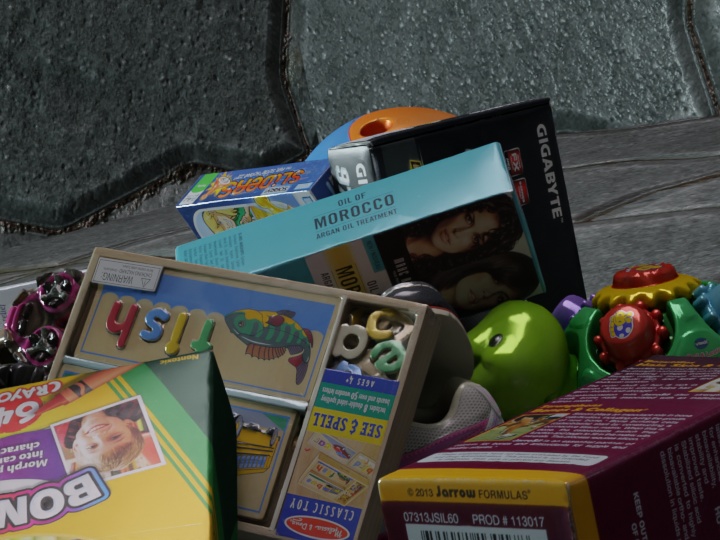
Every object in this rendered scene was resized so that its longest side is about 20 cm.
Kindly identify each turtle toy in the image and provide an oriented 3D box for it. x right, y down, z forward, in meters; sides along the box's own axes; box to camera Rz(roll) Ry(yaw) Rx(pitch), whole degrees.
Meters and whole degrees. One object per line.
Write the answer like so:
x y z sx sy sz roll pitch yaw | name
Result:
0.150 0.053 1.137 0.199 0.102 0.146 -13 7 -18 | turtle toy

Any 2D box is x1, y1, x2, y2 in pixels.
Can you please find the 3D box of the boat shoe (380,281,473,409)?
0.022 0.053 1.104 0.071 0.063 0.200 -5 -28 -3 | boat shoe

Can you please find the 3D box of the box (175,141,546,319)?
0.000 0.000 1.146 0.199 0.083 0.049 -18 39 6 | box

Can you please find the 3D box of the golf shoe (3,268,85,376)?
-0.094 0.045 1.095 0.199 0.073 0.092 8 -21 28 | golf shoe

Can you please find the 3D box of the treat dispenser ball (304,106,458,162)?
0.037 -0.027 1.541 0.199 0.202 0.201 -11 7 1 | treat dispenser ball

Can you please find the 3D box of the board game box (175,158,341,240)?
-0.019 0.019 1.303 0.135 0.200 0.035 -4 38 47 | board game box

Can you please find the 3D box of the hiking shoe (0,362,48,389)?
-0.266 0.092 1.075 0.199 0.076 0.101 -5 -2 -18 | hiking shoe

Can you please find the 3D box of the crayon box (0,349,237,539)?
-0.158 0.128 0.910 0.199 0.059 0.173 -11 37 4 | crayon box

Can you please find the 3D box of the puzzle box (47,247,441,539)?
-0.069 0.066 1.008 0.199 0.134 0.025 9 -19 24 | puzzle box

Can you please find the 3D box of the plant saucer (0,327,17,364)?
-0.155 0.072 1.297 0.199 0.030 0.200 5 -27 2 | plant saucer

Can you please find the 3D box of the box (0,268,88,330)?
-0.250 0.062 1.590 0.199 0.106 0.184 -11 -2 -5 | box

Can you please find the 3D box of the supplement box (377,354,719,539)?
0.118 0.102 0.865 0.199 0.086 0.110 -18 10 -43 | supplement box

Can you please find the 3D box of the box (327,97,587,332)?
0.069 0.004 1.253 0.158 0.201 0.046 -15 8 -38 | box

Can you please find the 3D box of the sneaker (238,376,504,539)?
-0.010 0.104 1.034 0.199 0.089 0.081 -12 7 -7 | sneaker
